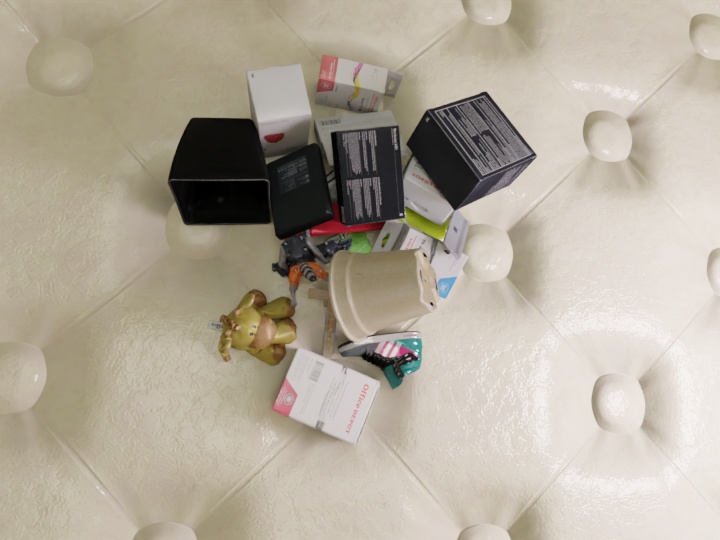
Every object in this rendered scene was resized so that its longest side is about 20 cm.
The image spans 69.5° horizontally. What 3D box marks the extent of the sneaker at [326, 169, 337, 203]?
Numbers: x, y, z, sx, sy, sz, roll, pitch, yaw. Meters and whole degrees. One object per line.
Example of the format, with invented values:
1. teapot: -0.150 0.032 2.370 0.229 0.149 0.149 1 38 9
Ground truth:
1. sneaker: -0.040 -0.179 1.233 0.115 0.076 0.201 42 74 2

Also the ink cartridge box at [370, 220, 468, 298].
1. ink cartridge box: 0.132 -0.030 1.205 0.199 0.067 0.116 24 102 -14

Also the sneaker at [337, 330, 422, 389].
1. sneaker: 0.052 0.211 1.180 0.198 0.084 0.122 -6 72 -11

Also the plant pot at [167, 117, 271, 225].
1. plant pot: -0.302 -0.224 1.147 0.198 0.200 0.179 -2 70 -9

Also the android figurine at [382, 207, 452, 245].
1. android figurine: 0.132 -0.119 1.270 0.198 0.041 0.183 -18 84 -13

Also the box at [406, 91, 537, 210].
1. box: 0.245 -0.270 1.165 0.197 0.123 0.201 -25 74 -32

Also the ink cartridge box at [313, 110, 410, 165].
1. ink cartridge box: 0.002 -0.306 1.241 0.198 0.044 0.175 -10 55 -11

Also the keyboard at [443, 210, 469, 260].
1. keyboard: 0.227 -0.090 1.222 0.056 0.011 0.200 44 33 -9

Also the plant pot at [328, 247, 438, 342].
1. plant pot: 0.059 0.037 1.086 0.182 0.200 0.202 -12 81 23

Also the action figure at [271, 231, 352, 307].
1. action figure: -0.105 -0.031 1.160 0.199 0.105 0.194 -25 56 -4

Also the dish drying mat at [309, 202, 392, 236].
1. dish drying mat: -0.026 -0.123 1.205 0.198 0.018 0.077 -7 69 -19

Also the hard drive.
1. hard drive: -0.141 -0.181 1.179 0.139 0.033 0.201 -20 61 14

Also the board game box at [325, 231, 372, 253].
1. board game box: 0.000 0.000 1.233 0.095 0.030 0.201 -24 82 -11

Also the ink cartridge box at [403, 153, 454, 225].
1. ink cartridge box: 0.181 -0.231 1.244 0.145 0.084 0.201 28 58 -4

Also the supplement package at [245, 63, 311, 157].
1. supplement package: -0.185 -0.355 1.177 0.120 0.200 0.121 -12 82 -10

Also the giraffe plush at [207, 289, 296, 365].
1. giraffe plush: -0.233 0.118 1.105 0.198 0.162 0.174 -2 81 -10

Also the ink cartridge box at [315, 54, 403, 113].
1. ink cartridge box: -0.005 -0.443 1.264 0.198 0.116 0.068 9 78 -7

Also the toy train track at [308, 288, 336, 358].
1. toy train track: -0.066 0.100 1.202 0.114 0.033 0.202 5 87 2

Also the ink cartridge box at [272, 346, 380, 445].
1. ink cartridge box: -0.075 0.274 1.144 0.199 0.085 0.147 24 77 -2

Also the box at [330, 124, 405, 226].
1. box: 0.017 -0.209 1.141 0.140 0.079 0.202 -8 104 -11
